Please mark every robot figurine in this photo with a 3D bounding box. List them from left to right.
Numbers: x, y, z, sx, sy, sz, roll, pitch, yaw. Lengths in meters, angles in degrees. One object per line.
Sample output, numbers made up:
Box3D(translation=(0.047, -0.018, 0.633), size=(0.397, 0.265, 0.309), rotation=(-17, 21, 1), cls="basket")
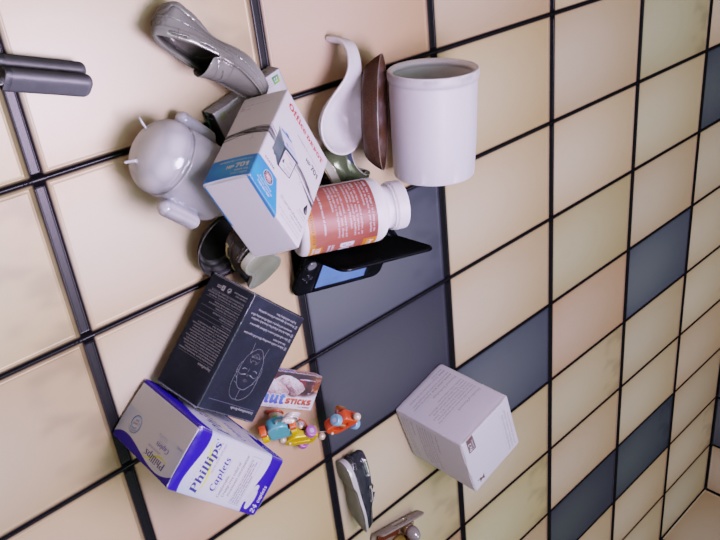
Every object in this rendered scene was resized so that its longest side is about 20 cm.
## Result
Box3D(translation=(-0.256, -0.148, 1.120), size=(0.200, 0.112, 0.171), rotation=(28, 55, -47), cls="robot figurine")

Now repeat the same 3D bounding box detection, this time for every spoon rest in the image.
Box3D(translation=(-0.030, -0.299, 1.301), size=(0.099, 0.060, 0.201), rotation=(-6, 99, -42), cls="spoon rest")

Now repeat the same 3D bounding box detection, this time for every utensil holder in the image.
Box3D(translation=(0.135, -0.277, 1.420), size=(0.169, 0.170, 0.201), rotation=(-25, 124, -36), cls="utensil holder")

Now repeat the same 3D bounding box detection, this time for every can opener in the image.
Box3D(translation=(-0.444, -0.235, 0.959), size=(0.199, 0.053, 0.067), rotation=(-7, 142, -44), cls="can opener")

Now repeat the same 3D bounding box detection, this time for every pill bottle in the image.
Box3D(translation=(-0.021, -0.096, 1.298), size=(0.199, 0.112, 0.113), rotation=(-12, 116, -17), cls="pill bottle")

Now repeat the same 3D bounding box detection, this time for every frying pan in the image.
Box3D(translation=(-0.208, -0.077, 1.223), size=(0.115, 0.031, 0.191), rotation=(-9, 126, -53), cls="frying pan")

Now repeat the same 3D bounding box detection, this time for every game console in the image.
Box3D(translation=(0.000, 0.000, 1.370), size=(0.199, 0.117, 0.176), rotation=(-14, 144, -33), cls="game console")

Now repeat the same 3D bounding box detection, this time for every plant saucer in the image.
Box3D(translation=(0.025, -0.277, 1.337), size=(0.200, 0.034, 0.202), rotation=(0, 90, -84), cls="plant saucer")

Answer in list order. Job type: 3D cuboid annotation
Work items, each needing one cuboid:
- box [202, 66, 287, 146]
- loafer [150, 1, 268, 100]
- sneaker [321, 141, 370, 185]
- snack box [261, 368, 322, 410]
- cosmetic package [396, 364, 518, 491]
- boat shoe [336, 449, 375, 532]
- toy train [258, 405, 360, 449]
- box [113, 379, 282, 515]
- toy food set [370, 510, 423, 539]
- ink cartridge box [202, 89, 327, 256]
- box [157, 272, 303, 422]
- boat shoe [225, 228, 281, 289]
Box3D(translation=(-0.158, -0.210, 1.251), size=(0.144, 0.036, 0.201), rotation=(-41, 129, -25), cls="box")
Box3D(translation=(-0.220, -0.305, 1.111), size=(0.200, 0.070, 0.070), rotation=(32, 54, -33), cls="loafer")
Box3D(translation=(-0.011, -0.148, 1.393), size=(0.090, 0.067, 0.201), rotation=(-42, 128, -18), cls="sneaker")
Box3D(translation=(-0.157, 0.219, 1.423), size=(0.199, 0.024, 0.072), rotation=(17, 95, -47), cls="snack box")
Box3D(translation=(0.220, 0.351, 1.719), size=(0.165, 0.199, 0.165), rotation=(-41, 131, -25), cls="cosmetic package")
Box3D(translation=(0.004, 0.477, 1.645), size=(0.060, 0.075, 0.201), rotation=(-28, 125, -27), cls="boat shoe")
Box3D(translation=(-0.102, 0.282, 1.445), size=(0.150, 0.056, 0.199), rotation=(-37, 144, 28), cls="toy train")
Box3D(translation=(-0.261, 0.285, 1.231), size=(0.200, 0.183, 0.105), rotation=(37, 80, -46), cls="box")
Box3D(translation=(0.091, 0.685, 1.822), size=(0.143, 0.060, 0.201), rotation=(-14, 114, -41), cls="toy food set")
Box3D(translation=(-0.134, -0.145, 1.125), size=(0.147, 0.085, 0.201), rotation=(58, 34, -39), cls="ink cartridge box")
Box3D(translation=(-0.211, 0.130, 1.262), size=(0.148, 0.107, 0.201), rotation=(35, 80, -55), cls="box")
Box3D(translation=(-0.175, -0.022, 1.234), size=(0.072, 0.061, 0.201), rotation=(-44, 173, -11), cls="boat shoe")
